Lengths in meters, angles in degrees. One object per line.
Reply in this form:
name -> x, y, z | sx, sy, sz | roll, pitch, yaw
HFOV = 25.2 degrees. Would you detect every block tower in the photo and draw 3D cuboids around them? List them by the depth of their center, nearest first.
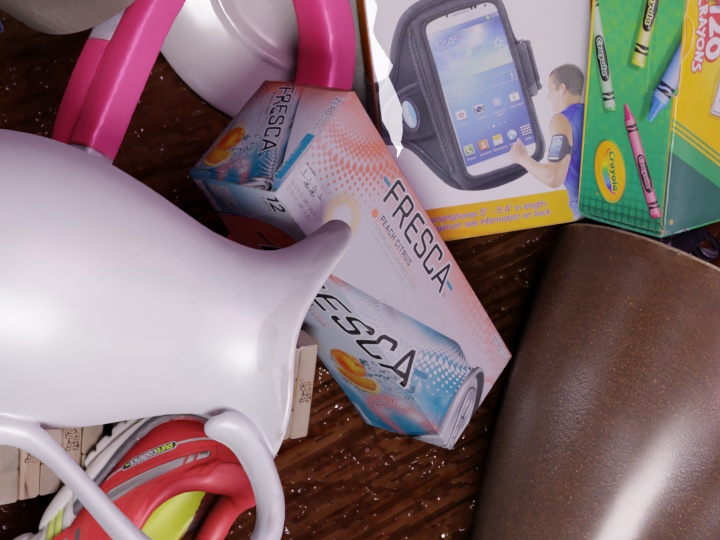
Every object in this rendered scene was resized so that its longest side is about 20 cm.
block tower -> -0.121, 0.063, 0.761 | 0.200, 0.054, 0.058 | -8, 118, -30

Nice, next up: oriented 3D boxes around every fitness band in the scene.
fitness band -> -0.071, -0.075, 0.777 | 0.144, 0.037, 0.200 | 32, 77, -43

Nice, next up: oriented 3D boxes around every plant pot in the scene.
plant pot -> 0.143, 0.108, 0.858 | 0.187, 0.187, 0.200 | 33, 80, -22

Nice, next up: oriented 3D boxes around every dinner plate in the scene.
dinner plate -> -0.020, -0.169, 0.842 | 0.200, 0.024, 0.201 | -5, 104, -23

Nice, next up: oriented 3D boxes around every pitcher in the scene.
pitcher -> -0.117, 0.034, 0.664 | 0.199, 0.121, 0.172 | 14, 61, -11

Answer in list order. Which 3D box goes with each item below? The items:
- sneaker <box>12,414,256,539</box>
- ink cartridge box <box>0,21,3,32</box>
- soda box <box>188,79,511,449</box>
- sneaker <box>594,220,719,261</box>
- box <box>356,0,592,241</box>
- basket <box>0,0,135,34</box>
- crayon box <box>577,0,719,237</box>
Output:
sneaker -> -0.119, 0.148, 0.716 | 0.077, 0.085, 0.200 | 33, 93, -39
ink cartridge box -> -0.263, -0.132, 0.728 | 0.200, 0.039, 0.100 | -24, 94, -31
soda box -> 0.000, 0.000, 0.802 | 0.068, 0.063, 0.200 | -54, 132, -23
sneaker -> 0.133, -0.054, 0.918 | 0.199, 0.075, 0.114 | 4, 81, -27
box -> 0.061, -0.118, 0.837 | 0.119, 0.041, 0.201 | -9, 108, -4
basket -> -0.174, -0.199, 0.684 | 0.200, 0.180, 0.136 | 39, 55, -50
crayon box -> 0.175, -0.128, 0.825 | 0.119, 0.058, 0.201 | -15, 113, -43
